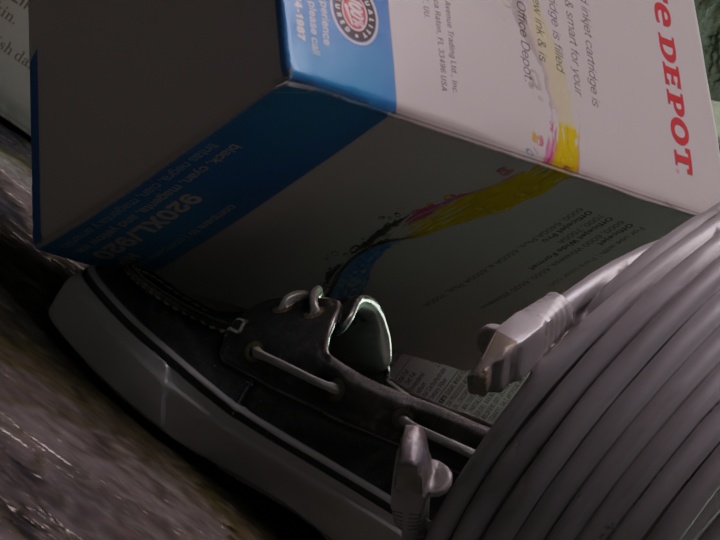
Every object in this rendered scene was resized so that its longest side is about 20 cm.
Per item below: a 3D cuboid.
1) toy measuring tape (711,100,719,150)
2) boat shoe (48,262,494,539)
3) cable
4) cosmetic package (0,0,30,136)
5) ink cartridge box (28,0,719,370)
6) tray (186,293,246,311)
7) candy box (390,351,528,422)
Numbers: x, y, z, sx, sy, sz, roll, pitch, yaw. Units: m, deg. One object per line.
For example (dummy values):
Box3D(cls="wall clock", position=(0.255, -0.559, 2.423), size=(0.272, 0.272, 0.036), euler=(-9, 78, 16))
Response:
Box3D(cls="toy measuring tape", position=(0.082, -0.047, 1.187), size=(0.199, 0.074, 0.074), euler=(5, -3, 18))
Box3D(cls="boat shoe", position=(-0.012, 0.040, 0.973), size=(0.199, 0.071, 0.072), euler=(31, 6, 24))
Box3D(cls="cable", position=(0.096, 0.065, 0.817), size=(0.069, 0.200, 0.201), euler=(40, -30, 29))
Box3D(cls="cosmetic package", position=(-0.139, -0.184, 1.367), size=(0.166, 0.200, 0.167), euler=(33, 6, -19))
Box3D(cls="ink cartridge box", position=(0.004, -0.073, 1.045), size=(0.199, 0.144, 0.148), euler=(17, 56, -36))
Box3D(cls="tray", position=(-0.013, 0.041, 1.209), size=(0.200, 0.022, 0.107), euler=(38, 6, 12))
Box3D(cls="candy box", position=(0.000, 0.000, 1.201), size=(0.200, 0.061, 0.136), euler=(35, 7, -20))
